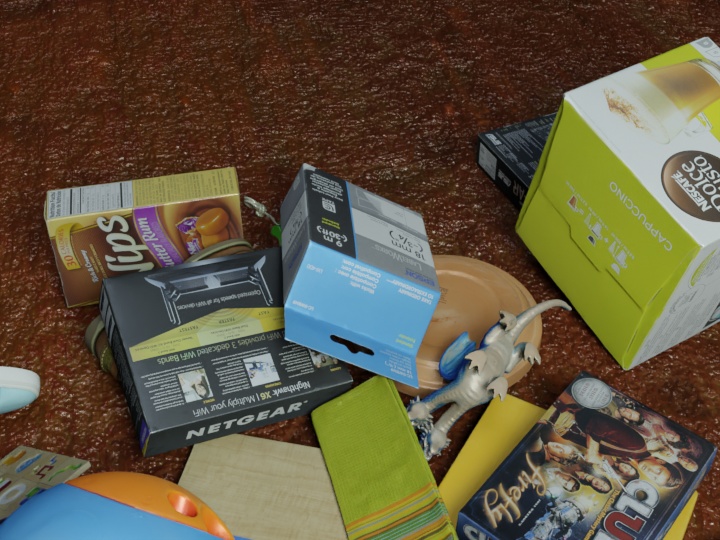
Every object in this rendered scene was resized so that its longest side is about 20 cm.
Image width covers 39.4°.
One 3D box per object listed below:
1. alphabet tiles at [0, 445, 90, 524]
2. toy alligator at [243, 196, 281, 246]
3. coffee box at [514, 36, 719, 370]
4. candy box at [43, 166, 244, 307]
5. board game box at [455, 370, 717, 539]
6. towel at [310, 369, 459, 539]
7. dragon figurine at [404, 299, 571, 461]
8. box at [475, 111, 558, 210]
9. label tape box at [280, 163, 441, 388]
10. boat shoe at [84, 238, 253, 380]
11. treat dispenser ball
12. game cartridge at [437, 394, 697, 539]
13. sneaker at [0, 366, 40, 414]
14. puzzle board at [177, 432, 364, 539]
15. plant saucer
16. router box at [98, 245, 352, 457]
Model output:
[{"bbox_3d":[-0.309,0.199,0.800,0.198,0.006,0.166,-3,30,47],"label":"alphabet tiles"},{"bbox_3d":[-0.062,-0.020,1.094,0.198,0.059,0.055,26,87,28],"label":"toy alligator"},{"bbox_3d":[0.301,-0.066,0.994,0.195,0.202,0.201,-22,60,-23],"label":"coffee box"},{"bbox_3d":[-0.221,-0.034,1.059,0.196,0.118,0.057,-8,40,-8],"label":"candy box"},{"bbox_3d":[0.188,0.181,0.826,0.134,0.035,0.199,29,48,27],"label":"board game box"},{"bbox_3d":[0.016,0.175,0.846,0.085,0.018,0.202,-26,44,3],"label":"towel"},{"bbox_3d":[0.110,0.087,0.922,0.059,0.099,0.200,46,55,-4],"label":"dragon figurine"},{"bbox_3d":[0.253,-0.115,1.204,0.157,0.044,0.201,-17,43,-18],"label":"box"},{"bbox_3d":[0.000,0.000,0.950,0.142,0.064,0.202,21,32,-21],"label":"label tape box"},{"bbox_3d":[-0.175,0.045,1.011,0.199,0.073,0.068,-36,56,-23],"label":"boat shoe"},{"bbox_3d":[-0.168,0.239,0.675,0.196,0.204,0.203,0,40,0],"label":"treat dispenser ball"},{"bbox_3d":[0.169,0.204,0.850,0.197,0.033,0.177,23,46,21],"label":"game cartridge"},{"bbox_3d":[-0.386,0.143,0.907,0.196,0.074,0.083,-10,71,-19],"label":"sneaker"},{"bbox_3d":[-0.066,0.211,0.851,0.196,0.018,0.152,7,42,10],"label":"puzzle board"},{"bbox_3d":[0.087,0.049,1.026,0.196,0.033,0.202,0,40,0],"label":"plant saucer"},{"bbox_3d":[-0.125,0.068,0.931,0.196,0.053,0.159,-10,61,-26],"label":"router box"}]
